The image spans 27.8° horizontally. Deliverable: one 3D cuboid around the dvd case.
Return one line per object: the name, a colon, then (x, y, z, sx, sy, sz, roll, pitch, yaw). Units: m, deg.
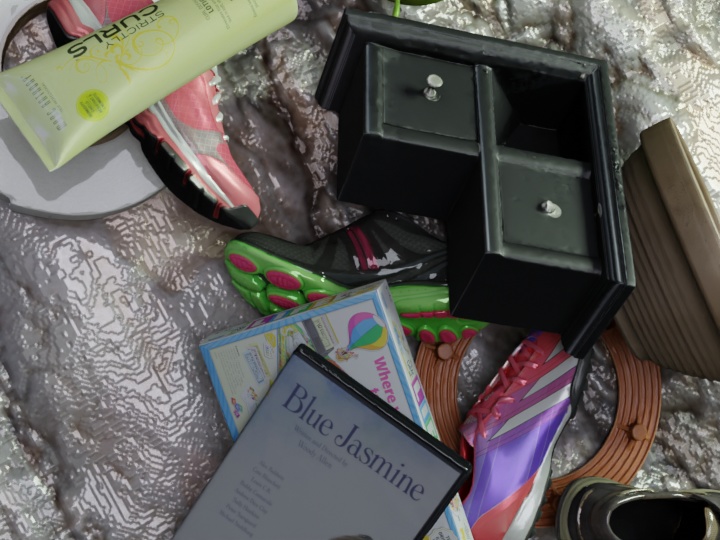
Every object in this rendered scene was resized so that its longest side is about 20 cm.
dvd case: (-0.036, 0.169, 0.985, 0.142, 0.018, 0.201, 35, 105, 3)

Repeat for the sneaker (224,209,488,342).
sneaker: (0.000, 0.000, 1.042, 0.198, 0.077, 0.085, 8, 55, -9)

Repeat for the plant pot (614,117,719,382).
plant pot: (0.222, 0.002, 1.040, 0.092, 0.201, 0.202, -25, 92, 14)

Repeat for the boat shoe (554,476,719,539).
boat shoe: (0.240, 0.197, 1.066, 0.198, 0.073, 0.075, 8, 87, -21)

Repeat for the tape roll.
tape roll: (-0.199, -0.136, 1.013, 0.200, 0.037, 0.205, 1, 86, -14)

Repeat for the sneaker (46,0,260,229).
sneaker: (-0.120, -0.120, 0.974, 0.087, 0.074, 0.201, -40, 96, -14)

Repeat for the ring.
ring: (0.135, 0.090, 1.084, 0.198, 0.019, 0.203, 1, 87, -13)

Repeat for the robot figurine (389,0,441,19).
robot figurine: (0.060, -0.274, 1.041, 0.175, 0.116, 0.200, 40, 80, 9)

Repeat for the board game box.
board game box: (-0.015, 0.122, 0.999, 0.133, 0.034, 0.202, -17, 98, 14)

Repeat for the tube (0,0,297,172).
tube: (-0.132, -0.137, 0.922, 0.199, 0.058, 0.052, -32, 121, -20)

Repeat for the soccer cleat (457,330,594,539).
soccer cleat: (0.111, 0.100, 1.037, 0.073, 0.068, 0.202, 20, 85, -7)

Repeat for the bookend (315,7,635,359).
bookend: (0.071, -0.061, 0.998, 0.198, 0.092, 0.200, 10, 53, -12)
